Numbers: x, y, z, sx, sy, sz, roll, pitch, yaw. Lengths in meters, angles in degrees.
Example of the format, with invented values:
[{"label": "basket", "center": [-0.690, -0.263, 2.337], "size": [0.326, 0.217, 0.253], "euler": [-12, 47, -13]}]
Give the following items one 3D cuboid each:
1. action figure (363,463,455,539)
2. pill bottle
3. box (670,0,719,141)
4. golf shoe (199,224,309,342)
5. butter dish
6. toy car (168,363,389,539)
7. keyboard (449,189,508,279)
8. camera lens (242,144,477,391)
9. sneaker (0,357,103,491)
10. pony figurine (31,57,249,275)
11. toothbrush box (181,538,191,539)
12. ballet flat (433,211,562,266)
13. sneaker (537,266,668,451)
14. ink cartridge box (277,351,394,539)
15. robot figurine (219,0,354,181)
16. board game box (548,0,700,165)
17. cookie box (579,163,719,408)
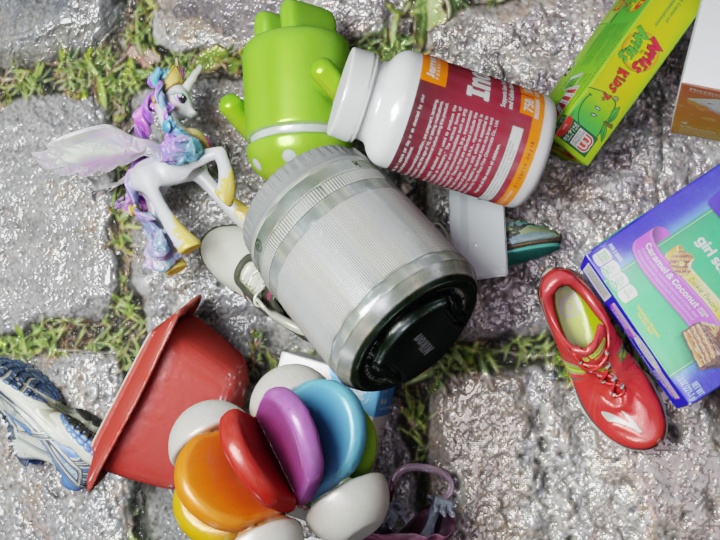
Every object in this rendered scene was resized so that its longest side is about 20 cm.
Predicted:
[{"label": "action figure", "center": [0.011, 0.304, 1.052], "size": [0.133, 0.149, 0.201], "euler": [18, 117, -5]}, {"label": "pill bottle", "center": [0.075, -0.140, 0.993], "size": [0.198, 0.113, 0.114], "euler": [16, 89, -8]}, {"label": "box", "center": [0.357, -0.179, 0.950], "size": [0.123, 0.200, 0.099], "euler": [15, 89, 15]}, {"label": "golf shoe", "center": [-0.094, 0.009, 1.108], "size": [0.199, 0.088, 0.078], "euler": [31, 95, 16]}, {"label": "butter dish", "center": [-0.171, 0.144, 1.077], "size": [0.147, 0.199, 0.201], "euler": [28, 92, -3]}, {"label": "toy car", "center": [-0.074, 0.166, 0.931], "size": [0.198, 0.151, 0.176], "euler": [-23, 62, -18]}, {"label": "keyboard", "center": [0.117, -0.079, 1.058], "size": [0.056, 0.011, 0.202], "euler": [-4, 59, 10]}, {"label": "camera lens", "center": [0.000, 0.000, 0.988], "size": [0.160, 0.160, 0.200], "euler": [-45, 62, 7]}, {"label": "sneaker", "center": [-0.368, 0.172, 1.170], "size": [0.199, 0.077, 0.086], "euler": [35, 98, 15]}, {"label": "pony figurine", "center": [-0.217, -0.103, 1.109], "size": [0.192, 0.167, 0.201], "euler": [-28, 79, 7]}, {"label": "toothbrush box", "center": [-0.208, 0.368, 1.107], "size": [0.198, 0.085, 0.148], "euler": [-17, 81, 11]}, {"label": "ballet flat", "center": [0.103, -0.024, 1.071], "size": [0.198, 0.074, 0.075], "euler": [-19, 81, 10]}, {"label": "sneaker", "center": [0.227, 0.088, 1.020], "size": [0.077, 0.085, 0.201], "euler": [-32, 78, 10]}, {"label": "ink cartridge box", "center": [-0.045, 0.196, 1.088], "size": [0.115, 0.068, 0.202], "euler": [13, 89, 15]}, {"label": "robot figurine", "center": [-0.064, -0.175, 1.098], "size": [0.174, 0.115, 0.202], "euler": [-9, 81, 42]}, {"label": "board game box", "center": [0.248, -0.202, 1.026], "size": [0.047, 0.102, 0.201], "euler": [34, 95, -13]}, {"label": "cookie box", "center": [0.338, 0.004, 0.990], "size": [0.199, 0.075, 0.172], "euler": [-34, 80, 1]}]
